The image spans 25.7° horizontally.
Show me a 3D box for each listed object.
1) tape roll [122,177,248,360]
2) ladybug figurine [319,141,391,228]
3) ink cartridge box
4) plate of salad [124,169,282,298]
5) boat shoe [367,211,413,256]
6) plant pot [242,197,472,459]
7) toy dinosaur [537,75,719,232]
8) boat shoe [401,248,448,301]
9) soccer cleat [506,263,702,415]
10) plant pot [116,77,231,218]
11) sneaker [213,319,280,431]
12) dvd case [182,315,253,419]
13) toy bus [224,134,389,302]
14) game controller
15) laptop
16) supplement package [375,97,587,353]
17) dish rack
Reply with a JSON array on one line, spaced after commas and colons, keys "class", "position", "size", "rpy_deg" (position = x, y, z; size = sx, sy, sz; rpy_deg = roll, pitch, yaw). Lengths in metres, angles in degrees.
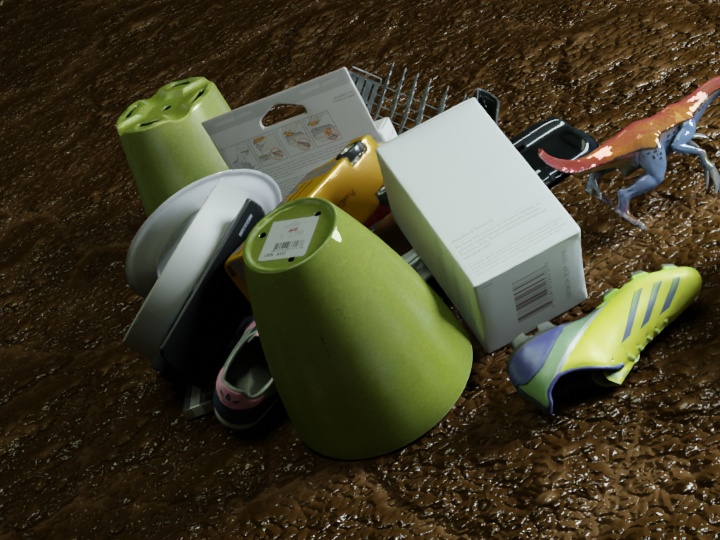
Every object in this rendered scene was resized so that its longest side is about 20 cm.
[{"class": "tape roll", "position": [-0.180, -0.002, 1.623], "size": [0.203, 0.037, 0.203], "rpy_deg": [-59, 6, 9]}, {"class": "ladybug figurine", "position": [0.011, -0.075, 1.726], "size": [0.200, 0.135, 0.072], "rpy_deg": [-37, 48, 49]}, {"class": "ink cartridge box", "position": [-0.056, -0.134, 1.815], "size": [0.200, 0.176, 0.045], "rpy_deg": [-17, 23, 26]}, {"class": "plate of salad", "position": [-0.178, -0.043, 1.768], "size": [0.200, 0.200, 0.048], "rpy_deg": [-31, 59, -13]}, {"class": "boat shoe", "position": [0.000, 0.000, 1.646], "size": [0.200, 0.071, 0.070], "rpy_deg": [-31, -7, -8]}, {"class": "plant pot", "position": [-0.020, 0.036, 1.428], "size": [0.187, 0.200, 0.187], "rpy_deg": [-18, 40, 16]}, {"class": "toy dinosaur", "position": [0.308, -0.130, 1.567], "size": [0.182, 0.200, 0.105], "rpy_deg": [-56, 44, 7]}, {"class": "boat shoe", "position": [0.087, 0.002, 1.604], "size": [0.200, 0.072, 0.071], "rpy_deg": [-37, 53, -13]}, {"class": "soccer cleat", "position": [0.224, 0.063, 1.391], "size": [0.200, 0.065, 0.084], "rpy_deg": [-26, 56, -13]}, {"class": "plant pot", "position": [-0.204, -0.128, 1.939], "size": [0.200, 0.185, 0.201], "rpy_deg": [-19, 28, 11]}, {"class": "sneaker", "position": [-0.076, 0.063, 1.547], "size": [0.070, 0.082, 0.200], "rpy_deg": [26, 67, 8]}, {"class": "dvd case", "position": [-0.089, 0.079, 1.653], "size": [0.200, 0.016, 0.149], "rpy_deg": [-20, 27, 9]}, {"class": "toy bus", "position": [-0.044, -0.051, 1.570], "size": [0.078, 0.065, 0.200], "rpy_deg": [-21, 23, 49]}, {"class": "game controller", "position": [0.169, -0.105, 1.759], "size": [0.200, 0.042, 0.104], "rpy_deg": [-34, 42, -16]}, {"class": "laptop", "position": [-0.166, 0.019, 1.625], "size": [0.200, 0.103, 0.178], "rpy_deg": [13, 70, 58]}, {"class": "supplement package", "position": [0.116, -0.045, 1.514], "size": [0.117, 0.117, 0.200], "rpy_deg": [-28, 54, -7]}, {"class": "dish rack", "position": [0.061, -0.191, 1.861], "size": [0.200, 0.055, 0.154], "rpy_deg": [22, 29, -4]}]
